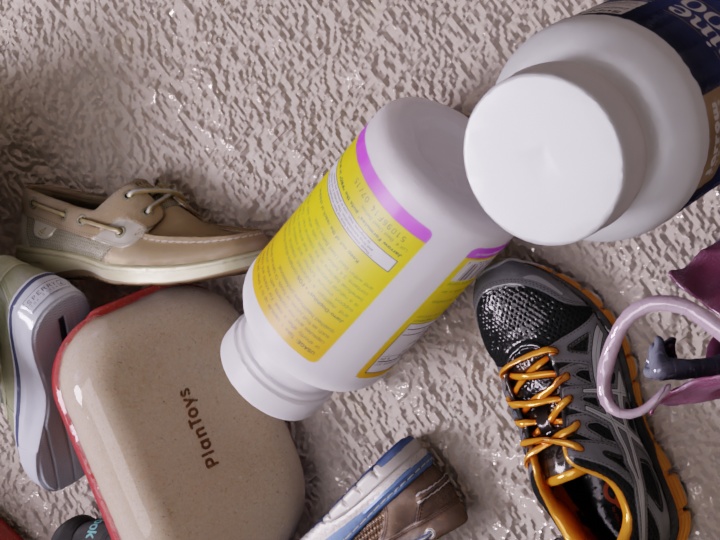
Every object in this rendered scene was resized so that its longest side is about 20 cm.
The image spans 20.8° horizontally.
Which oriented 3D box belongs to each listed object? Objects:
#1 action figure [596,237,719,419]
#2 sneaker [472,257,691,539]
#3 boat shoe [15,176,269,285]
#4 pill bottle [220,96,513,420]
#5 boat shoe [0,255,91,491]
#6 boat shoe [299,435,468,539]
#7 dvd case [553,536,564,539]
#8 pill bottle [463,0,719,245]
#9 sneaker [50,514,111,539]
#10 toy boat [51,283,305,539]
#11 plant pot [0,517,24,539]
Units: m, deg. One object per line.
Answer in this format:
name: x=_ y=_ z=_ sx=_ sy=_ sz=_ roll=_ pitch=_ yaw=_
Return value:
action figure: x=0.245 y=0.039 z=0.987 sx=0.200 sy=0.149 sz=0.134 roll=26 pitch=112 yaw=38
sneaker: x=0.119 y=0.085 z=1.114 sx=0.078 sy=0.077 sz=0.200 roll=-31 pitch=87 yaw=37
boat shoe: x=-0.140 y=-0.026 z=1.241 sx=0.200 sy=0.072 sz=0.065 roll=3 pitch=96 yaw=37
pill bottle: x=0.000 y=0.000 z=1.141 sx=0.104 sy=0.104 sz=0.200 roll=48 pitch=123 yaw=9
boat shoe: x=-0.207 y=0.066 z=1.293 sx=0.062 sy=0.072 sz=0.200 roll=38 pitch=144 yaw=28
boat shoe: x=-0.010 y=0.192 z=1.231 sx=0.072 sy=0.072 sz=0.200 roll=46 pitch=124 yaw=9
dvd case: x=0.134 y=0.265 z=1.120 sx=0.016 sy=0.149 sz=0.200 roll=-35 pitch=86 yaw=41
pill bottle: x=0.133 y=-0.078 z=0.975 sx=0.111 sy=0.200 sz=0.111 roll=11 pitch=112 yaw=28
sneaker: x=-0.154 y=0.263 z=1.342 sx=0.079 sy=0.075 sz=0.200 roll=-11 pitch=100 yaw=31
toy boat: x=-0.125 y=0.112 z=1.263 sx=0.131 sy=0.130 sz=0.200 roll=-12 pitch=100 yaw=65
plant pot: x=-0.373 y=0.230 z=1.406 sx=0.176 sy=0.200 sz=0.200 roll=54 pitch=126 yaw=21
